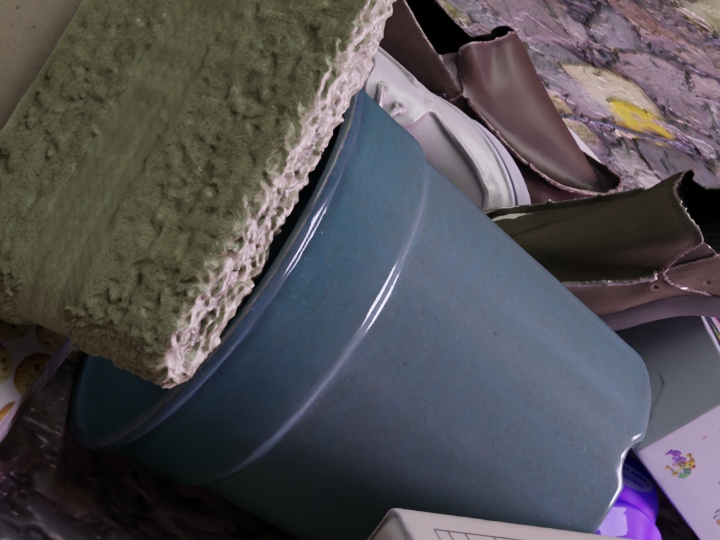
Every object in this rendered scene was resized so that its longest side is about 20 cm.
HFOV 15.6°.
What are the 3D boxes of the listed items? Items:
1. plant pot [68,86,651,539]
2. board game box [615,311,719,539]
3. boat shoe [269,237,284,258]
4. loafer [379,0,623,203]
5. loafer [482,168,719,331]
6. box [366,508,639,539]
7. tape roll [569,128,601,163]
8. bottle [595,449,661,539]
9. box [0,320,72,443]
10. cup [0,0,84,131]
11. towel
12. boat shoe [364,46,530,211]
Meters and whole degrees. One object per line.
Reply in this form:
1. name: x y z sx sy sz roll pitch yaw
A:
1. plant pot: 0.008 0.044 1.152 0.196 0.200 0.201 36 24 -19
2. board game box: 0.181 0.083 1.329 0.200 0.064 0.148 51 13 -41
3. boat shoe: 0.000 0.000 1.283 0.199 0.073 0.062 7 44 -17
4. loafer: 0.064 -0.094 1.405 0.200 0.071 0.073 38 26 4
5. loafer: 0.137 -0.018 1.239 0.198 0.070 0.075 -3 40 -2
6. box: 0.081 0.187 1.072 0.199 0.109 0.128 12 36 -40
7. tape roll: 0.052 -0.048 1.477 0.202 0.071 0.203 28 27 -16
8. bottle: 0.103 0.106 1.285 0.083 0.065 0.200 27 27 -26
9. box: -0.149 0.036 1.105 0.041 0.039 0.200 33 31 0
10. cup: -0.182 -0.124 1.178 0.200 0.143 0.200 38 8 -7
11. towel: -0.076 -0.056 1.068 0.148 0.201 0.036 18 -16 36
12. boat shoe: 0.003 -0.080 1.349 0.200 0.071 0.070 47 12 18
